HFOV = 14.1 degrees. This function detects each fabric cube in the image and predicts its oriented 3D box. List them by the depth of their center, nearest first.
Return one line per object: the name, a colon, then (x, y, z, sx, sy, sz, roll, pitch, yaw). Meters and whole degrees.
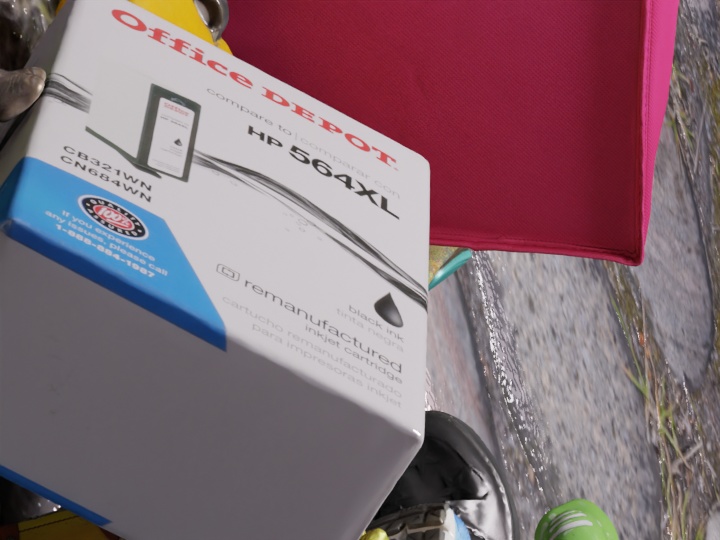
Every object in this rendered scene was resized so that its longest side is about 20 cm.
fabric cube: (0.032, -0.142, 1.184, 0.199, 0.200, 0.196, -75, 168, -54)

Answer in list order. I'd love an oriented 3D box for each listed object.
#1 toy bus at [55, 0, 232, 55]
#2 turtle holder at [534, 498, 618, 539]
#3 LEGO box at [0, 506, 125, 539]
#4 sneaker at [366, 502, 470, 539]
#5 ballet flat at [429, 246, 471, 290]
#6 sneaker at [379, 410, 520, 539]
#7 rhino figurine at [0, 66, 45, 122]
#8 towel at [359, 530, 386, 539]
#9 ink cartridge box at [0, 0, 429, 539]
toy bus: (-0.063, -0.020, 1.094, 0.200, 0.078, 0.065, 64, 24, -25)
turtle holder: (0.122, 0.207, 1.361, 0.185, 0.141, 0.132, 39, -8, 20)
LEGO box: (-0.049, 0.174, 0.988, 0.149, 0.077, 0.200, 3, 72, -68)
sneaker: (0.020, 0.188, 1.146, 0.090, 0.078, 0.200, 34, 52, -43)
ballet flat: (0.000, 0.000, 1.271, 0.200, 0.071, 0.071, -49, 120, -66)
sneaker: (0.032, 0.152, 1.237, 0.104, 0.060, 0.200, 28, 53, -68)
rhino figurine: (-0.144, -0.072, 0.908, 0.087, 0.060, 0.200, 37, 45, -20)
towel: (0.041, 0.183, 1.055, 0.086, 0.018, 0.200, -86, 152, -43)
ink cartridge box: (-0.058, 0.003, 0.949, 0.146, 0.084, 0.200, 27, 25, -12)
